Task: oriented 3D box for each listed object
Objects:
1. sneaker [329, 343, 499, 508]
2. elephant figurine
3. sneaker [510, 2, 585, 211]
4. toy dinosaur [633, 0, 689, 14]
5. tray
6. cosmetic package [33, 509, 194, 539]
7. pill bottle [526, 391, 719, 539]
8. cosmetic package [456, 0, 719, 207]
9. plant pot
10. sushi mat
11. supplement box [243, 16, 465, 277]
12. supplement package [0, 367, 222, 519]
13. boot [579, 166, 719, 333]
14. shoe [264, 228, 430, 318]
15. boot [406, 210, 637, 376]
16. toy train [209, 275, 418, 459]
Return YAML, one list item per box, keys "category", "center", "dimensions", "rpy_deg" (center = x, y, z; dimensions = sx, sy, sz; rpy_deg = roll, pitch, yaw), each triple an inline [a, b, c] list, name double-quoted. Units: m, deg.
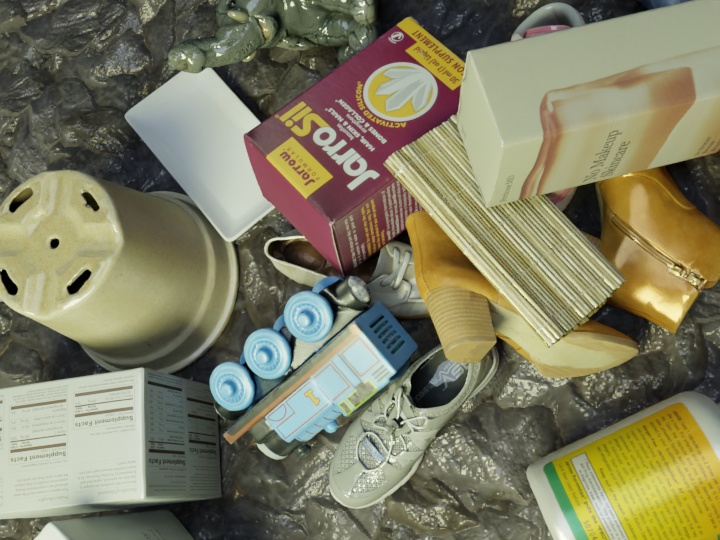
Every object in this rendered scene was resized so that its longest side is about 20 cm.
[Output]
- category: "sneaker"
  center: [0.038, 0.125, 0.764]
  dimensions: [0.075, 0.082, 0.200]
  rpy_deg: [40, 90, 20]
- category: "elephant figurine"
  center: [-0.080, -0.269, 0.857]
  dimensions: [0.199, 0.155, 0.142]
  rpy_deg: [-2, 99, 7]
- category: "sneaker"
  center: [0.158, -0.149, 0.753]
  dimensions: [0.075, 0.105, 0.201]
  rpy_deg: [5, 59, 26]
- category: "toy dinosaur"
  center: [0.297, -0.249, 0.785]
  dimensions: [0.105, 0.200, 0.182]
  rpy_deg: [-14, 112, 22]
- category: "tray"
  center: [-0.151, -0.126, 0.901]
  dimensions: [0.107, 0.022, 0.200]
  rpy_deg: [-38, 70, -9]
- category: "cosmetic package"
  center: [-0.208, 0.324, 0.725]
  dimensions: [0.167, 0.200, 0.167]
  rpy_deg: [40, 90, 19]
- category: "pill bottle"
  center: [0.244, 0.165, 0.680]
  dimensions: [0.199, 0.113, 0.113]
  rpy_deg: [-27, 71, 8]
- category: "cosmetic package"
  center: [0.183, -0.127, 0.658]
  dimensions: [0.199, 0.103, 0.088]
  rpy_deg: [-14, 68, -3]
- category: "plant pot"
  center: [-0.243, -0.006, 0.821]
  dimensions: [0.199, 0.183, 0.202]
  rpy_deg: [-3, 76, 14]
- category: "sushi mat"
  center: [0.117, -0.038, 0.689]
  dimensions: [0.096, 0.012, 0.200]
  rpy_deg: [-36, 79, -27]
- category: "supplement box"
  center: [0.015, -0.115, 0.786]
  dimensions: [0.200, 0.103, 0.131]
  rpy_deg: [-39, 66, -14]
- category: "supplement package"
  center: [-0.251, 0.166, 0.797]
  dimensions: [0.199, 0.156, 0.111]
  rpy_deg: [-9, 74, 14]
- category: "boot"
  center: [0.266, -0.059, 0.752]
  dimensions: [0.144, 0.071, 0.202]
  rpy_deg: [28, 93, 19]
- category: "shoe"
  center: [0.000, 0.000, 0.819]
  dimensions: [0.199, 0.053, 0.070]
  rpy_deg: [12, 81, 18]
- category: "boot"
  center: [0.139, 0.011, 0.735]
  dimensions: [0.200, 0.071, 0.145]
  rpy_deg: [8, 54, -25]
- category: "toy train"
  center: [-0.048, 0.092, 0.773]
  dimensions: [0.200, 0.087, 0.114]
  rpy_deg: [-42, 85, 24]
